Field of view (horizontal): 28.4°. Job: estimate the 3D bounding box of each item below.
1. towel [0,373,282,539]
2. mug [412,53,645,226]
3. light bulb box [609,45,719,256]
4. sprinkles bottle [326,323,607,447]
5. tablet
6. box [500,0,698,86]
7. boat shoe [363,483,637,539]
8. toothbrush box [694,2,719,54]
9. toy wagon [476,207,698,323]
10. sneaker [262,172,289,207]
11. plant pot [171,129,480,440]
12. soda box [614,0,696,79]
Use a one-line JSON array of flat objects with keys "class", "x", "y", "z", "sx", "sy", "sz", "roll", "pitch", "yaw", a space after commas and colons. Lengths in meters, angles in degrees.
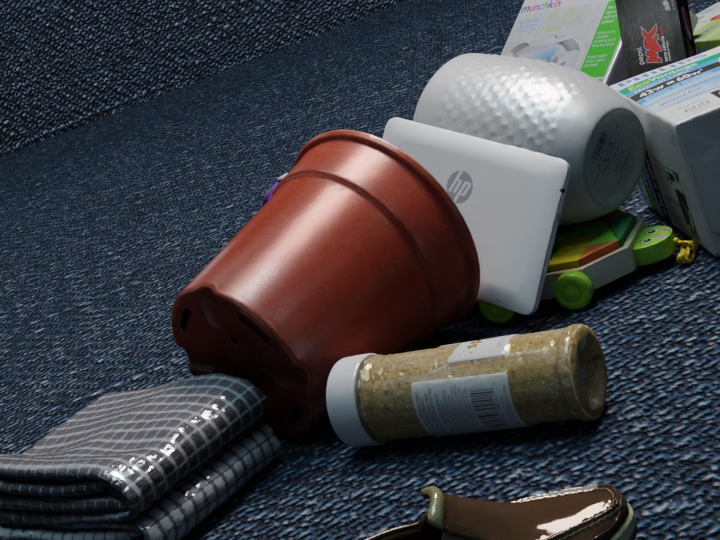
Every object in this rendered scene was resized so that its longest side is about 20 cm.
[{"class": "towel", "x": -0.185, "y": 0.149, "z": 1.097, "sx": 0.199, "sy": 0.086, "sz": 0.165, "roll": -8, "pitch": 20, "yaw": 38}, {"class": "mug", "x": 0.143, "y": -0.089, "z": 1.252, "sx": 0.175, "sy": 0.148, "sz": 0.201, "roll": 15, "pitch": 68, "yaw": 45}, {"class": "light bulb box", "x": 0.348, "y": -0.124, "z": 1.247, "sx": 0.197, "sy": 0.125, "sz": 0.200, "roll": -21, "pitch": 18, "yaw": -1}, {"class": "sprinkles bottle", "x": 0.074, "y": 0.084, "z": 1.021, "sx": 0.199, "sy": 0.069, "sz": 0.068, "roll": -10, "pitch": 20, "yaw": 30}, {"class": "tablet", "x": 0.083, "y": -0.050, "z": 1.214, "sx": 0.199, "sy": 0.131, "sz": 0.014, "roll": 19, "pitch": 10, "yaw": 39}, {"class": "box", "x": 0.251, "y": -0.224, "z": 1.592, "sx": 0.200, "sy": 0.096, "sz": 0.177, "roll": 5, "pitch": 67, "yaw": 55}, {"class": "boat shoe", "x": 0.057, "y": 0.157, "z": 0.800, "sx": 0.201, "sy": 0.075, "sz": 0.075, "roll": -23, "pitch": 17, "yaw": -6}, {"class": "toothbrush box", "x": 0.435, "y": -0.244, "z": 1.586, "sx": 0.145, "sy": 0.087, "sz": 0.200, "roll": -30, "pitch": 17, "yaw": -26}, {"class": "toy wagon", "x": 0.191, "y": -0.014, "z": 1.236, "sx": 0.199, "sy": 0.040, "sz": 0.155, "roll": -12, "pitch": 19, "yaw": 29}, {"class": "sneaker", "x": -0.079, "y": -0.054, "z": 1.628, "sx": 0.088, "sy": 0.081, "sz": 0.200, "roll": -34, "pitch": 21, "yaw": -16}, {"class": "plant pot", "x": -0.037, "y": 0.022, "z": 1.166, "sx": 0.200, "sy": 0.202, "sz": 0.195, "roll": -2, "pitch": 33, "yaw": 47}, {"class": "soda box", "x": 0.304, "y": -0.208, "z": 1.434, "sx": 0.063, "sy": 0.201, "sz": 0.071, "roll": -12, "pitch": -18, "yaw": 23}]
